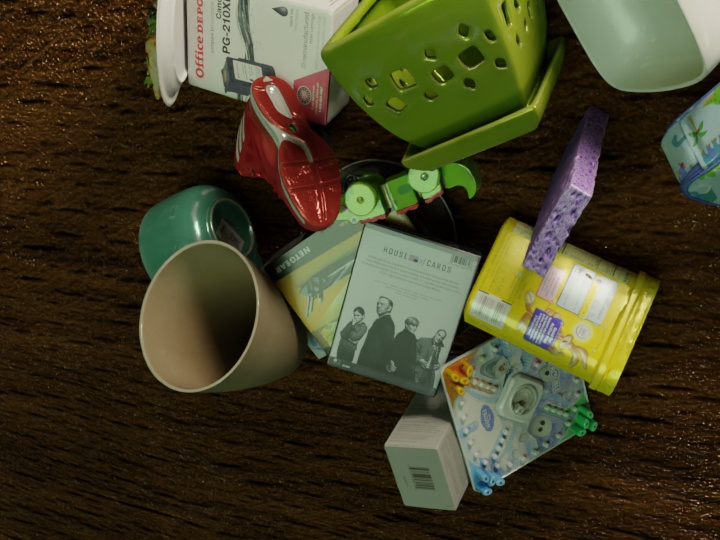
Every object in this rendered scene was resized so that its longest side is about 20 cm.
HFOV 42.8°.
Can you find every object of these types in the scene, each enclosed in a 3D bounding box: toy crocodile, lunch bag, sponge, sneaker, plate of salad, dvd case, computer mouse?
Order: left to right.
[{"bbox_3d":[-0.233,-0.301,1.104,0.047,0.202,0.203,5,126,-1],"label":"plate of salad"},{"bbox_3d":[-0.090,-0.119,1.097,0.116,0.077,0.203,-50,55,54],"label":"sneaker"},{"bbox_3d":[-0.038,-0.147,1.178,0.199,0.034,0.059,41,108,-2],"label":"computer mouse"},{"bbox_3d":[0.044,-0.091,1.071,0.196,0.068,0.063,-18,102,14],"label":"toy crocodile"},{"bbox_3d":[0.052,0.048,1.143,0.147,0.025,0.204,17,112,1],"label":"dvd case"},{"bbox_3d":[0.226,-0.090,1.000,0.029,0.201,0.113,25,128,4],"label":"sponge"},{"bbox_3d":[0.415,-0.144,0.902,0.158,0.084,0.200,9,142,-35],"label":"lunch bag"}]

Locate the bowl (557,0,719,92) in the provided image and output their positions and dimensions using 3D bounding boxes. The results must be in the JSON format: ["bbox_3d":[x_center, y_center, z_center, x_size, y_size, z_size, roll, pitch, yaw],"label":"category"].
[{"bbox_3d":[0.269,-0.278,0.891,0.201,0.074,0.200,57,171,-15],"label":"bowl"}]

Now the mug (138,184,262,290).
[{"bbox_3d":[-0.210,-0.043,1.305,0.113,0.184,0.155,-20,84,33],"label":"mug"}]

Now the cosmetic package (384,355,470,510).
[{"bbox_3d":[0.119,0.216,1.253,0.083,0.200,0.109,-3,118,30],"label":"cosmetic package"}]

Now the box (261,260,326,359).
[{"bbox_3d":[-0.034,0.019,1.269,0.198,0.041,0.157,-30,103,39],"label":"box"}]

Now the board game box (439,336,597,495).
[{"bbox_3d":[0.213,0.169,1.196,0.026,0.197,0.203,35,147,60],"label":"board game box"}]

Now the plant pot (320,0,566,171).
[{"bbox_3d":[0.104,-0.233,0.977,0.197,0.200,0.183,-18,118,34],"label":"plant pot"}]

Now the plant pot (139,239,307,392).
[{"bbox_3d":[-0.158,0.081,1.214,0.184,0.192,0.199,-1,164,27],"label":"plant pot"}]

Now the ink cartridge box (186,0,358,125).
[{"bbox_3d":[-0.111,-0.282,1.123,0.196,0.085,0.147,18,127,16],"label":"ink cartridge box"}]

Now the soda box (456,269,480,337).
[{"bbox_3d":[0.096,0.071,1.255,0.063,0.071,0.200,44,129,-5],"label":"soda box"}]

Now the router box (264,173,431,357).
[{"bbox_3d":[0.000,0.000,1.175,0.198,0.052,0.158,-33,102,18],"label":"router box"}]

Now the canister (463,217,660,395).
[{"bbox_3d":[0.241,0.039,1.114,0.197,0.151,0.087,26,169,14],"label":"canister"}]

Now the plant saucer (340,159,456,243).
[{"bbox_3d":[0.039,-0.061,1.225,0.196,0.032,0.204,14,126,20],"label":"plant saucer"}]
